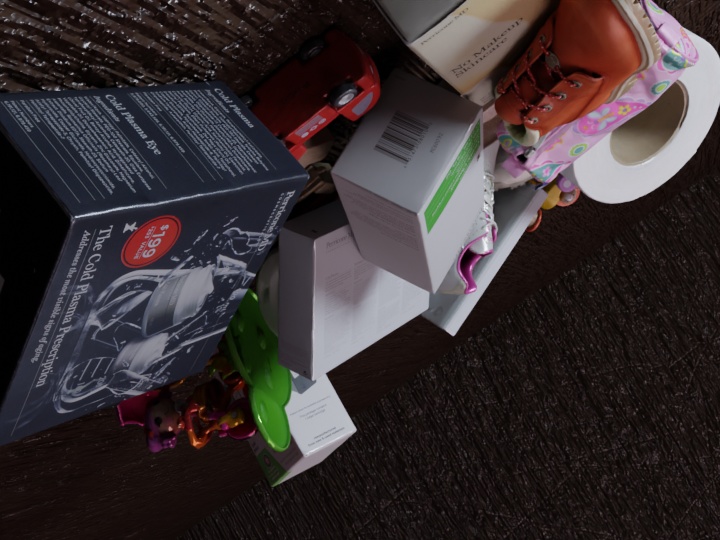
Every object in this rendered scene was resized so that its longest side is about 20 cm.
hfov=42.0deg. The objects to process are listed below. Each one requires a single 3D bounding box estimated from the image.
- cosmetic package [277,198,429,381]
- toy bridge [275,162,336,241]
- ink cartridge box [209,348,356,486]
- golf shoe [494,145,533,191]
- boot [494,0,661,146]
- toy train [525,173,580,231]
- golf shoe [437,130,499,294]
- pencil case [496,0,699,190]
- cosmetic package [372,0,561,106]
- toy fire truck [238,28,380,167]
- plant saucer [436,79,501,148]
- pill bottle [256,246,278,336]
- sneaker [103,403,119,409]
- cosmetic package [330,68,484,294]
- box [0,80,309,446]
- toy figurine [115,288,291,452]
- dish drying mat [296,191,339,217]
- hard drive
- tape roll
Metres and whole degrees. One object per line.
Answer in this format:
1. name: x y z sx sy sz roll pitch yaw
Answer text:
1. cosmetic package: 0.000 0.000 0.944 0.200 0.052 0.152 -27 131 -46
2. toy bridge: -0.103 -0.036 0.892 0.200 0.027 0.067 -40 165 25
3. ink cartridge box: -0.107 0.154 1.198 0.084 0.201 0.146 -22 163 -31
4. golf shoe: 0.209 -0.174 1.082 0.200 0.078 0.097 -35 144 5
5. boot: 0.147 -0.145 0.672 0.107 0.075 0.200 -31 167 1
6. toy train: 0.240 -0.122 1.181 0.200 0.056 0.151 -38 -153 42
7. golf shoe: 0.124 -0.066 1.045 0.075 0.091 0.201 7 107 -56
8. pencil case: 0.219 -0.166 0.892 0.200 0.088 0.087 -40 165 32
9. cosmetic package: 0.082 -0.190 0.662 0.105 0.071 0.200 -37 167 17
10. toy fire truck: -0.061 -0.094 0.730 0.200 0.049 0.141 -36 167 12
11. plant saucer: 0.116 -0.165 0.919 0.200 0.037 0.200 -30 167 -8
12. pill bottle: -0.013 0.009 1.078 0.200 0.114 0.114 -17 160 -48
13. sneaker: -0.238 0.089 0.940 0.199 0.074 0.087 -22 165 -25
14. cosmetic package: 0.047 -0.069 0.803 0.108 0.085 0.200 -60 163 -11
15. box: -0.161 -0.009 0.600 0.182 0.104 0.200 -19 149 -49
16. toy figurine: -0.185 0.137 1.038 0.183 0.201 0.150 -23 148 13
17. dish drying mat: 0.014 -0.079 1.030 0.077 0.018 0.200 -43 164 33
18. hard drive: 0.130 -0.028 1.147 0.200 0.026 0.132 -56 -149 -1
19. tape roll: 0.294 -0.175 1.023 0.202 0.071 0.203 -18 132 -21
